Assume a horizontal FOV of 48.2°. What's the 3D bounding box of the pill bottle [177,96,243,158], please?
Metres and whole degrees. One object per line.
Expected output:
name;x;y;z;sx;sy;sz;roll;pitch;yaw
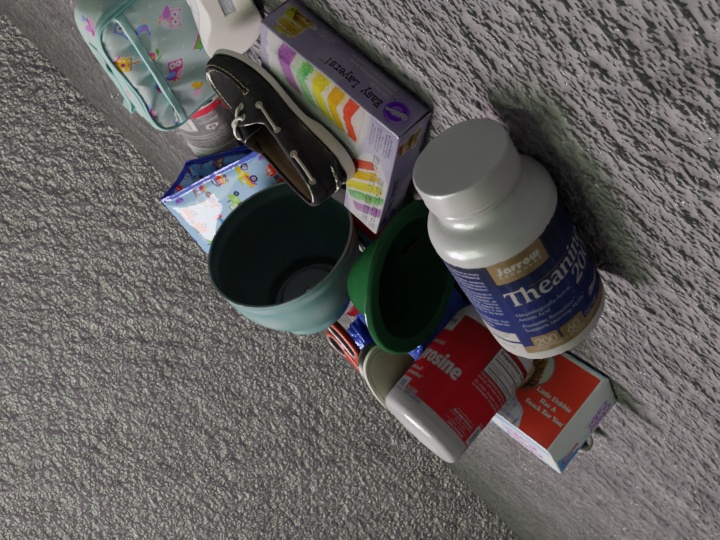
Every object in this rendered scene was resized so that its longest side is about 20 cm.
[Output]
pill bottle;-0.211;-0.222;1.174;0.110;0.111;0.201;38;168;28

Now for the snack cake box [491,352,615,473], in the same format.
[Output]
snack cake box;0.205;0.143;1.018;0.199;0.115;0.067;35;168;42

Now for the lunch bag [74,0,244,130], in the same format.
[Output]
lunch bag;-0.229;-0.265;0.941;0.077;0.161;0.201;37;167;29

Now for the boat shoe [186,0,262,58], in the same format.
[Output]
boat shoe;-0.154;-0.289;0.837;0.069;0.071;0.200;63;180;11

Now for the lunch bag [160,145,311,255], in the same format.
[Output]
lunch bag;-0.156;-0.098;1.147;0.198;0.095;0.151;-13;128;35

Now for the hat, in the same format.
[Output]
hat;0.000;0.000;0.951;0.174;0.164;0.203;18;114;39

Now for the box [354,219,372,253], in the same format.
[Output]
box;-0.036;-0.092;1.186;0.199;0.049;0.083;37;168;33

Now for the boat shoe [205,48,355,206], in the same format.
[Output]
boat shoe;-0.095;-0.145;0.820;0.200;0.060;0.074;44;159;8

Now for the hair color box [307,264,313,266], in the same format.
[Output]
hair color box;-0.032;-0.018;1.260;0.098;0.061;0.200;34;-175;2

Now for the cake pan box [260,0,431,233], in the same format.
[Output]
cake pan box;-0.024;-0.150;0.830;0.184;0.052;0.201;44;159;12

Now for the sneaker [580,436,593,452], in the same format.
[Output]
sneaker;0.255;0.189;1.138;0.199;0.075;0.088;37;172;-17

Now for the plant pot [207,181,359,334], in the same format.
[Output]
plant pot;-0.084;0.000;1.068;0.200;0.200;0.135;35;163;37

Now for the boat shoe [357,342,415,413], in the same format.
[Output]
boat shoe;0.043;0.141;1.022;0.067;0.072;0.200;23;169;37

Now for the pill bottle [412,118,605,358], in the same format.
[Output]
pill bottle;0.124;-0.025;0.675;0.111;0.111;0.200;30;163;50

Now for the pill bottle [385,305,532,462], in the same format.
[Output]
pill bottle;0.131;0.117;0.956;0.112;0.200;0.112;40;169;10

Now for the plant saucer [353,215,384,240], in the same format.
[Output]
plant saucer;-0.018;-0.124;1.018;0.199;0.037;0.200;41;167;17

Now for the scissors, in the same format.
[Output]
scissors;0.015;0.150;1.115;0.201;0.014;0.073;50;157;7

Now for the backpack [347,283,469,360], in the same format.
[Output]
backpack;0.067;0.075;1.144;0.162;0.168;0.200;36;162;9
